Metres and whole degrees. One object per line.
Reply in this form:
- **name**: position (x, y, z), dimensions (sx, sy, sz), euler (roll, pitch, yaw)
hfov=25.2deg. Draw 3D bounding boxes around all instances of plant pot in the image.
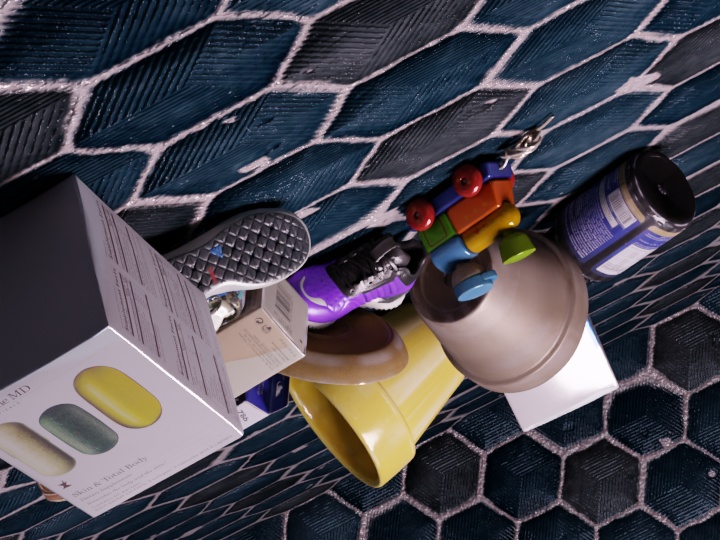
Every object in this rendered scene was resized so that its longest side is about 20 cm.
- **plant pot**: position (-0.043, 0.070, 1.761), dimensions (0.199, 0.199, 0.028), euler (-12, 119, -45)
- **plant pot**: position (0.030, 0.151, 2.132), dimensions (0.188, 0.201, 0.201), euler (-38, 171, -18)
- **plant pot**: position (0.149, 0.032, 1.927), dimensions (0.199, 0.202, 0.173), euler (-31, 150, 22)

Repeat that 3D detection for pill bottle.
- **pill bottle**: position (0.315, -0.056, 2.021), dimensions (0.111, 0.113, 0.200), euler (-12, 161, -44)

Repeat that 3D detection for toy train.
- **toy train**: position (0.149, -0.061, 1.683), dimensions (0.199, 0.117, 0.084), euler (-35, 164, 33)

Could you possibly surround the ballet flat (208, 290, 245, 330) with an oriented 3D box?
- **ballet flat**: position (-0.194, 0.061, 1.591), dimensions (0.199, 0.073, 0.072), euler (-32, 165, 20)

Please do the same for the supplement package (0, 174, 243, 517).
- **supplement package**: position (-0.216, 0.064, 1.252), dimensions (0.151, 0.152, 0.200), euler (-29, 142, 11)

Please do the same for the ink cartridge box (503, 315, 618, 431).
- **ink cartridge box**: position (0.242, 0.088, 2.180), dimensions (0.143, 0.148, 0.200), euler (-26, -159, 7)

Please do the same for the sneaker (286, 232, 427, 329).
- **sneaker**: position (0.000, -0.001, 1.758), dimensions (0.199, 0.070, 0.100), euler (-15, 155, -49)

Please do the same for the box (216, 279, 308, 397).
- **box**: position (-0.155, 0.084, 1.660), dimensions (0.199, 0.078, 0.095), euler (-32, -151, 18)

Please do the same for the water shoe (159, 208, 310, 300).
- **water shoe**: position (-0.141, -0.010, 1.483), dimensions (0.198, 0.072, 0.079), euler (-20, -167, -30)

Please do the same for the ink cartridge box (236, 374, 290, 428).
- **ink cartridge box**: position (-0.178, 0.176, 2.022), dimensions (0.199, 0.039, 0.100), euler (-30, -155, 15)

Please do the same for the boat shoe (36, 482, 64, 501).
- **boat shoe**: position (-0.305, 0.205, 1.949), dimensions (0.199, 0.076, 0.074), euler (-32, 163, -14)
